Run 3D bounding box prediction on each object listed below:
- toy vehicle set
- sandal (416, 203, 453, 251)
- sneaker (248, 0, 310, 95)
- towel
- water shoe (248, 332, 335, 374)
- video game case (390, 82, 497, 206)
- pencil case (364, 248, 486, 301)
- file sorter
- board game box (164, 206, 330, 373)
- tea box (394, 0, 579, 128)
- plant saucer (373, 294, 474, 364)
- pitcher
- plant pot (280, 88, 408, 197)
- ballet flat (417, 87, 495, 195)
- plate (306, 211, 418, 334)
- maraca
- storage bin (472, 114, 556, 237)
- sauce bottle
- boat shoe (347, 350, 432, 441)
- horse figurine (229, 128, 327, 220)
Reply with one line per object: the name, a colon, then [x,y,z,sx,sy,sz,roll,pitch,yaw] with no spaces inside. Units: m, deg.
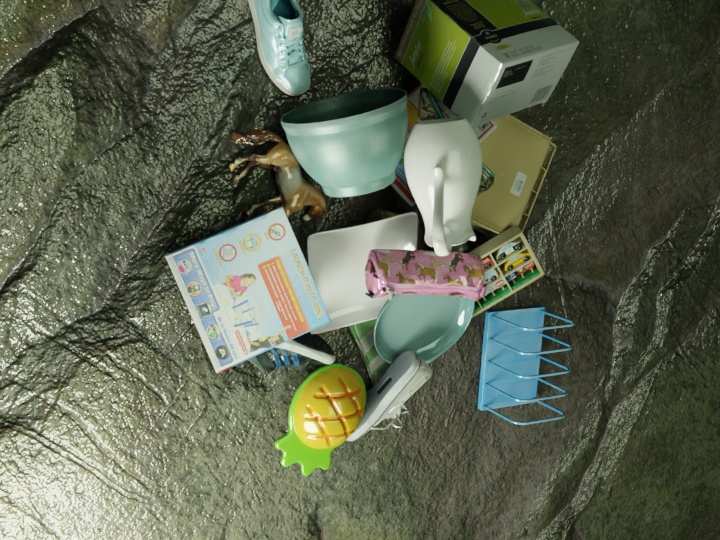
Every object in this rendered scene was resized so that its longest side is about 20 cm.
toy vehicle set: [0.225,0.013,1.682,0.200,0.027,0.124,-32,131,8]
sandal: [0.134,-0.072,1.560,0.075,0.045,0.200,-55,141,-39]
sneaker: [-0.118,-0.362,1.422,0.074,0.082,0.200,-30,115,-20]
towel: [0.058,0.110,1.673,0.152,0.023,0.200,-33,116,-20]
water shoe: [-0.140,0.134,1.549,0.200,0.072,0.079,18,112,-26]
video game case: [0.111,-0.227,1.563,0.200,0.017,0.143,-43,91,0]
pencil case: [0.108,0.008,1.522,0.200,0.083,0.087,1,78,-17]
file sorter: [0.324,0.184,1.786,0.139,0.123,0.200,-3,104,-29]
board game box: [-0.176,0.028,1.446,0.196,0.056,0.200,-23,97,-10]
tea box: [0.202,-0.360,1.501,0.200,0.197,0.134,-23,151,-37]
plant saucer: [0.109,0.083,1.637,0.200,0.027,0.200,-16,131,-20]
pitcher: [0.128,-0.129,1.426,0.121,0.172,0.200,-3,102,10]
plant pot: [-0.014,-0.195,1.453,0.200,0.200,0.134,-21,112,-24]
ballet flat: [0.139,-0.204,1.526,0.075,0.068,0.200,-37,94,11]
plate: [0.000,0.000,1.559,0.200,0.032,0.200,-13,125,-20]
maraca: [-0.066,0.255,1.587,0.137,0.107,0.200,30,87,-25]
storage bin: [0.228,-0.178,1.661,0.198,0.094,0.200,22,90,-32]
sauce bottle: [0.101,-0.057,1.632,0.200,0.066,0.066,15,94,-30]
boat shoe: [0.055,0.239,1.657,0.086,0.075,0.202,37,96,-28]
horse figurine: [-0.135,-0.147,1.485,0.132,0.050,0.200,-29,117,-15]
